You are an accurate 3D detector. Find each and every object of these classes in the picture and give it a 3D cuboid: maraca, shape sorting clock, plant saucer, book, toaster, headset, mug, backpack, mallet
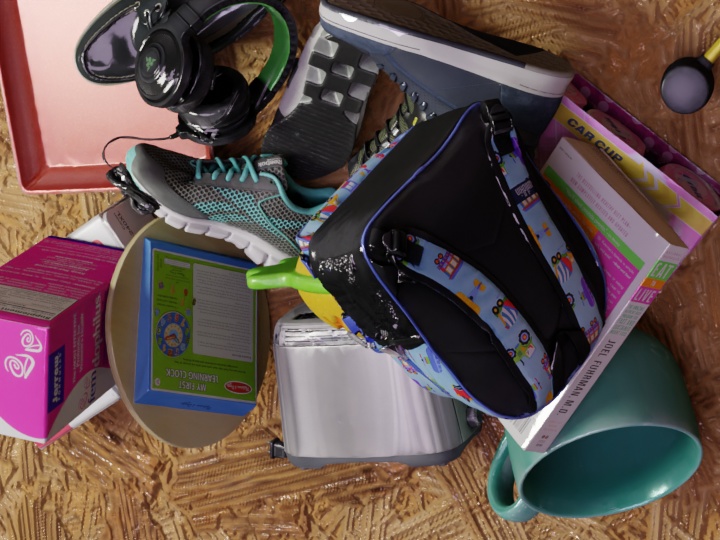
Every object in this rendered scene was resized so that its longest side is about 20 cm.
[{"bbox_3d":[0.000,0.000,1.540,0.198,0.137,0.108,0,98,36],"label":"maraca"},{"bbox_3d":[-0.146,0.050,1.633,0.039,0.200,0.202,-8,105,37],"label":"shape sorting clock"},{"bbox_3d":[-0.221,-0.171,1.675,0.197,0.037,0.202,-2,108,21],"label":"plant saucer"},{"bbox_3d":[0.151,0.020,1.469,0.201,0.048,0.134,-57,48,23],"label":"book"},{"bbox_3d":[0.005,0.093,1.639,0.198,0.114,0.131,-3,103,24],"label":"toaster"},{"bbox_3d":[-0.127,-0.137,1.537,0.200,0.123,0.094,-46,51,3],"label":"headset"},{"bbox_3d":[0.176,0.119,1.556,0.183,0.115,0.152,-16,146,9],"label":"mug"},{"bbox_3d":[0.076,0.005,1.392,0.201,0.183,0.134,51,149,-18],"label":"backpack"},{"bbox_3d":[0.297,-0.198,1.453,0.041,0.066,0.200,40,116,2],"label":"mallet"}]

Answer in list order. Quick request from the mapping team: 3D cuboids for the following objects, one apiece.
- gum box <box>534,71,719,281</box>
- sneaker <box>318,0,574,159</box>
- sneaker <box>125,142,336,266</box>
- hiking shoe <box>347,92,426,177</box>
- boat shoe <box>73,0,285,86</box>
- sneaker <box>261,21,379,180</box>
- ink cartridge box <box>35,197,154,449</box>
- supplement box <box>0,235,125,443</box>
[{"bbox_3d":[0.182,-0.071,1.539,0.199,0.066,0.114,39,117,5],"label":"gum box"},{"bbox_3d":[0.046,-0.123,1.479,0.200,0.077,0.147,20,116,-2],"label":"sneaker"},{"bbox_3d":[-0.101,-0.070,1.615,0.199,0.078,0.091,25,120,-24],"label":"sneaker"},{"bbox_3d":[0.035,-0.098,1.580,0.099,0.076,0.202,5,110,15],"label":"hiking shoe"},{"bbox_3d":[-0.146,-0.204,1.578,0.197,0.066,0.075,-19,106,0],"label":"boat shoe"},{"bbox_3d":[-0.023,-0.156,1.594,0.073,0.089,0.200,22,140,-11],"label":"sneaker"},{"bbox_3d":[-0.245,0.045,1.730,0.199,0.083,0.146,-32,95,26],"label":"ink cartridge box"},{"bbox_3d":[-0.259,0.053,1.579,0.102,0.200,0.102,11,111,16],"label":"supplement box"}]
